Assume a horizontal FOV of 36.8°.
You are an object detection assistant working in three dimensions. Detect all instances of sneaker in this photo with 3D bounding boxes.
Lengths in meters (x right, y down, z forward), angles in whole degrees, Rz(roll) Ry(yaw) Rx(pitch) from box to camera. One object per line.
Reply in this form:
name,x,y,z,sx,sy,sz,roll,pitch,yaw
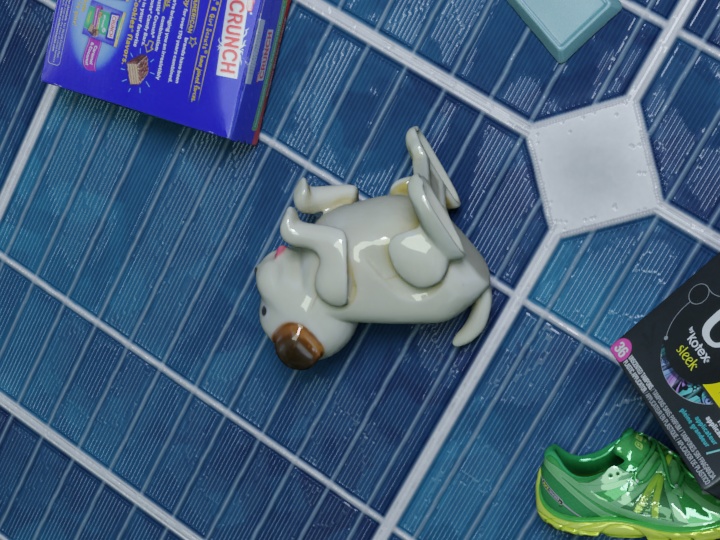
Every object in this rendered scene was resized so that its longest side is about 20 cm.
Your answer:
sneaker,0.241,0.175,0.893,0.196,0.074,0.085,-4,98,17

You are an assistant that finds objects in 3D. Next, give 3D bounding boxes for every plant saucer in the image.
plant saucer,0.131,-0.274,0.912,0.070,0.019,0.201,-40,82,16

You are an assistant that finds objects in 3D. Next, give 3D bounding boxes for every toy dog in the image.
toy dog,0.000,0.000,0.932,0.198,0.141,0.195,-26,124,15

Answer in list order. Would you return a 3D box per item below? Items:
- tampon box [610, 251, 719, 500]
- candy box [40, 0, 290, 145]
tampon box,0.320,0.066,0.800,0.200,0.126,0.151,-45,40,16
candy box,-0.171,-0.223,0.977,0.197,0.077,0.172,19,99,15
